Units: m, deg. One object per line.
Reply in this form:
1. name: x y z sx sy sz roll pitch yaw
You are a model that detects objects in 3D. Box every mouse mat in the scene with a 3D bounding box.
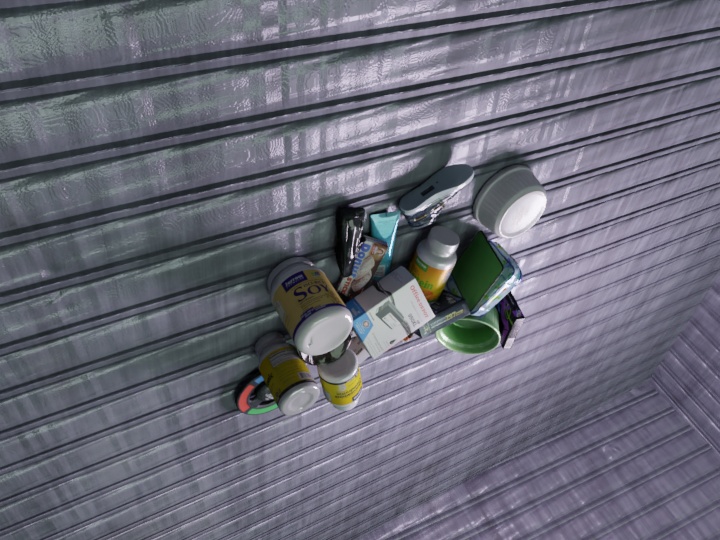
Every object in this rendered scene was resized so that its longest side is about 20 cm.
1. mouse mat: 0.318 -0.001 1.761 0.007 0.201 0.161 20 119 -25

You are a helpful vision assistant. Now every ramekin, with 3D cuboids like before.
1. ramekin: 0.412 -0.178 1.721 0.201 0.094 0.203 -23 142 -19
2. ramekin: 0.333 0.165 1.965 0.198 0.098 0.201 8 143 6

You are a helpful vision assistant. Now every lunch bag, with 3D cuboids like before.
1. lunch bag: 0.354 0.019 1.839 0.200 0.161 0.082 -49 147 20

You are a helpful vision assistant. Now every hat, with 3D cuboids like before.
1. hat: -0.108 0.140 1.647 0.200 0.081 0.202 -15 115 -35

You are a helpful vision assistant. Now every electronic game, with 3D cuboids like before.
1. electronic game: -0.255 0.335 1.785 0.199 0.042 0.201 -23 143 -19

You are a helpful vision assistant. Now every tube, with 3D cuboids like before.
1. tube: 0.055 -0.063 1.597 0.077 0.051 0.201 -14 135 -20

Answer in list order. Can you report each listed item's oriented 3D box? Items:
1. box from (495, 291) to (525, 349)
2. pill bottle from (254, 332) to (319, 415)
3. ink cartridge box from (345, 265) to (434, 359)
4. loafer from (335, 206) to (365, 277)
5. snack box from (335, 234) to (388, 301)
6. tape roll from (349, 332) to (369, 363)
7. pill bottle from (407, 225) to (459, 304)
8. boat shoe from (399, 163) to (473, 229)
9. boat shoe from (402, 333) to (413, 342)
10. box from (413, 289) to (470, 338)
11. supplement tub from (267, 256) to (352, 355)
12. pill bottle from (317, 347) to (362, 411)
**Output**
1. box: 0.441 0.122 1.992 0.036 0.201 0.144 -4 135 -13
2. pill bottle: -0.192 0.255 1.611 0.111 0.200 0.112 -22 142 -18
3. ink cartridge box: 0.070 0.107 1.634 0.199 0.084 0.145 -34 123 -6
4. loafer: -0.021 -0.064 1.509 0.070 0.068 0.201 -11 135 -16
5. snack box: 0.000 0.000 1.606 0.071 0.024 0.201 17 127 -12
6. tape roll: -0.041 0.197 1.788 0.199 0.066 0.201 -23 142 -19
7. pill bottle: 0.191 -0.015 1.704 0.110 0.111 0.201 -9 136 -33
8. boat shoe: 0.191 -0.181 1.561 0.199 0.071 0.091 -30 146 2
9. boat shoe: 0.135 0.178 1.916 0.200 0.063 0.071 -44 146 13
10. box: 0.189 0.112 1.780 0.157 0.200 0.051 -26 106 -13
11. supplement tub: -0.121 0.079 1.475 0.145 0.200 0.146 -23 143 -19
12. pill bottle: -0.053 0.303 1.745 0.111 0.112 0.201 -26 143 -14
